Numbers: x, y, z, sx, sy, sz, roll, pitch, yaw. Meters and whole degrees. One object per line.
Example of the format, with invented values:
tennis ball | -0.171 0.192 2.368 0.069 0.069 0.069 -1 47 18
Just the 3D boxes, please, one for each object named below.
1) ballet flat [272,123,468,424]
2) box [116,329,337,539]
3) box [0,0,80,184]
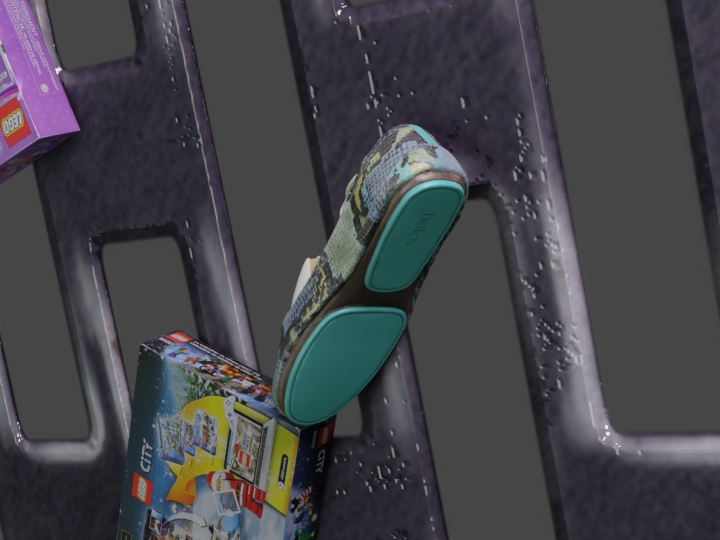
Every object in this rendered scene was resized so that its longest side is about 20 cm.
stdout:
ballet flat | 0.000 0.000 0.982 0.074 0.074 0.200 46 125 20
box | -0.091 0.156 1.110 0.136 0.038 0.200 26 118 32
box | -0.287 -0.117 1.194 0.200 0.039 0.137 -26 85 41
